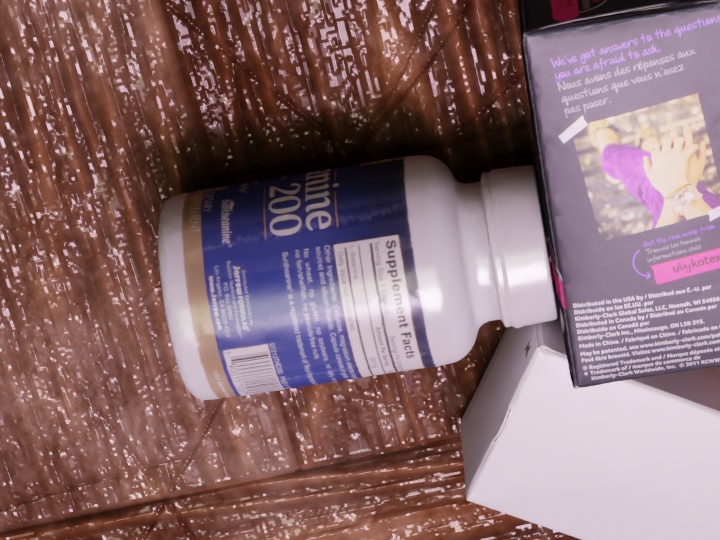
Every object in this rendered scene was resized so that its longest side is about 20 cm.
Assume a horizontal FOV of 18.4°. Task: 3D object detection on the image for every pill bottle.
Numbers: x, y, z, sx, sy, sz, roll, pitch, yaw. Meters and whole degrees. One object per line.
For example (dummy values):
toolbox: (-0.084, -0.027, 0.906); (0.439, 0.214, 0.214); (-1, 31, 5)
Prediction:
pill bottle: (0.000, 0.000, 1.175); (0.198, 0.111, 0.112); (-9, 117, 5)

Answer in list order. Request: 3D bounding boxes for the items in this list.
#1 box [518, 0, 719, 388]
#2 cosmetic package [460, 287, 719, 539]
box: (0.143, -0.060, 1.136); (0.105, 0.123, 0.202); (-8, 117, 6)
cosmetic package: (0.165, 0.097, 1.238); (0.199, 0.085, 0.108); (21, 116, -10)
